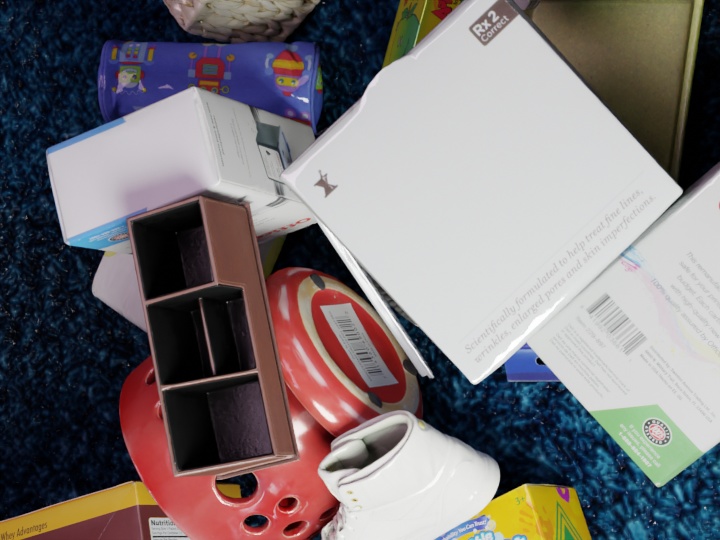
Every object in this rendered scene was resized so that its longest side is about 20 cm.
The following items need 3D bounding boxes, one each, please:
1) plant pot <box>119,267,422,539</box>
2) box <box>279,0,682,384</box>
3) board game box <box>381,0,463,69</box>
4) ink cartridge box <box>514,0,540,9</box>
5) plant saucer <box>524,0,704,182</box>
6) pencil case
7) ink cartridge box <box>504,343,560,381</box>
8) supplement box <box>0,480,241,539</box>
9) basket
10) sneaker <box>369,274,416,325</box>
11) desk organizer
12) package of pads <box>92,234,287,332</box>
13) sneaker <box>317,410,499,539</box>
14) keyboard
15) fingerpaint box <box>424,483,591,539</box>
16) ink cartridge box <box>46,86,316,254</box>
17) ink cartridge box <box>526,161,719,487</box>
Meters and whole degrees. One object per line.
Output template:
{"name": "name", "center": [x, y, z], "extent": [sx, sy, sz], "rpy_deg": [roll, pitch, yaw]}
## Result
{"name": "plant pot", "center": [-0.066, 0.110, 1.523], "extent": [0.182, 0.200, 0.201], "rpy_deg": [-40, 61, 25]}
{"name": "box", "center": [0.085, -0.061, 1.327], "extent": [0.199, 0.131, 0.200], "rpy_deg": [-43, 89, 5]}
{"name": "board game box", "center": [0.068, -0.229, 1.527], "extent": [0.102, 0.047, 0.201], "rpy_deg": [-145, 70, -78]}
{"name": "ink cartridge box", "center": [0.126, -0.320, 1.426], "extent": [0.145, 0.083, 0.201], "rpy_deg": [32, 84, 1]}
{"name": "plant saucer", "center": [0.177, -0.137, 1.458], "extent": [0.199, 0.048, 0.201], "rpy_deg": [7, 88, 40]}
{"name": "pencil case", "center": [-0.125, -0.159, 1.636], "extent": [0.199, 0.087, 0.078], "rpy_deg": [2, 82, 4]}
{"name": "ink cartridge box", "center": [0.124, -0.006, 1.445], "extent": [0.099, 0.039, 0.201], "rpy_deg": [-5, 101, 41]}
{"name": "supplement box", "center": [-0.205, 0.301, 1.649], "extent": [0.197, 0.133, 0.201], "rpy_deg": [-20, 72, 36]}
{"name": "basket", "center": [-0.122, -0.303, 1.672], "extent": [0.123, 0.135, 0.200], "rpy_deg": [-50, 56, 26]}
{"name": "sneaker", "center": [0.046, -0.007, 1.490], "extent": [0.076, 0.077, 0.200], "rpy_deg": [-39, 31, 6]}
{"name": "desk organizer", "center": [-0.111, 0.050, 1.404], "extent": [0.071, 0.077, 0.201], "rpy_deg": [-15, 80, 21]}
{"name": "package of pads", "center": [-0.146, -0.033, 1.691], "extent": [0.154, 0.068, 0.201], "rpy_deg": [31, 102, 36]}
{"name": "sneaker", "center": [-0.005, 0.178, 1.439], "extent": [0.200, 0.115, 0.074], "rpy_deg": [-41, 35, 21]}
{"name": "keyboard", "center": [0.000, 0.000, 1.510], "extent": [0.011, 0.056, 0.200], "rpy_deg": [-32, 103, 6]}
{"name": "fingerpaint box", "center": [0.092, 0.277, 1.450], "extent": [0.200, 0.073, 0.168], "rpy_deg": [-30, 66, 32]}
{"name": "ink cartridge box", "center": [-0.133, -0.070, 1.524], "extent": [0.146, 0.200, 0.086], "rpy_deg": [-20, 79, 22]}
{"name": "ink cartridge box", "center": [0.240, 0.029, 1.326], "extent": [0.145, 0.087, 0.200], "rpy_deg": [47, 118, 2]}
